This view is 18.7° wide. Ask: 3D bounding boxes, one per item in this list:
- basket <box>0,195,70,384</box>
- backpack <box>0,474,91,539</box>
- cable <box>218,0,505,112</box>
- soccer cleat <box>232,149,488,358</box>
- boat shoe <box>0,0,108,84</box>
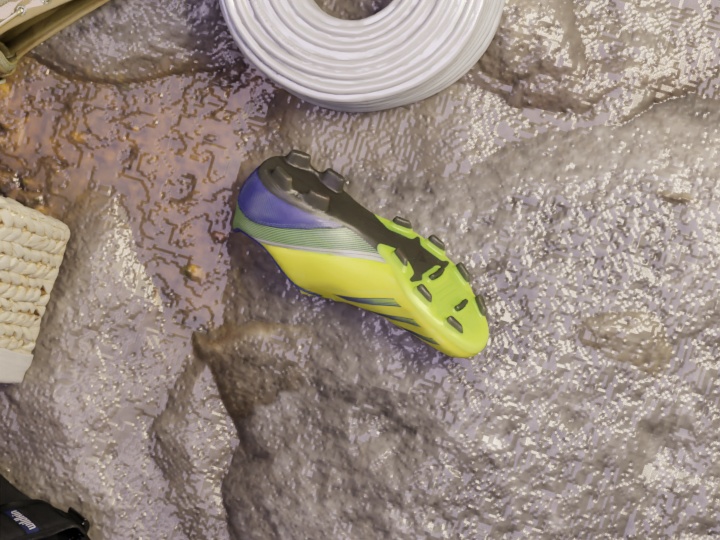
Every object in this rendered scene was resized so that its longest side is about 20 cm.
[{"bbox_3d":[-0.291,-0.005,1.484,0.135,0.200,0.123,23,90,9],"label":"basket"},{"bbox_3d":[-0.318,0.196,1.492,0.200,0.190,0.154,35,112,8],"label":"backpack"},{"bbox_3d":[0.000,-0.209,1.493,0.200,0.069,0.200,7,91,10],"label":"cable"},{"bbox_3d":[0.000,-0.001,1.509,0.200,0.065,0.084,37,126,4],"label":"soccer cleat"},{"bbox_3d":[-0.240,-0.170,1.537,0.201,0.073,0.063,-38,79,1],"label":"boat shoe"}]
